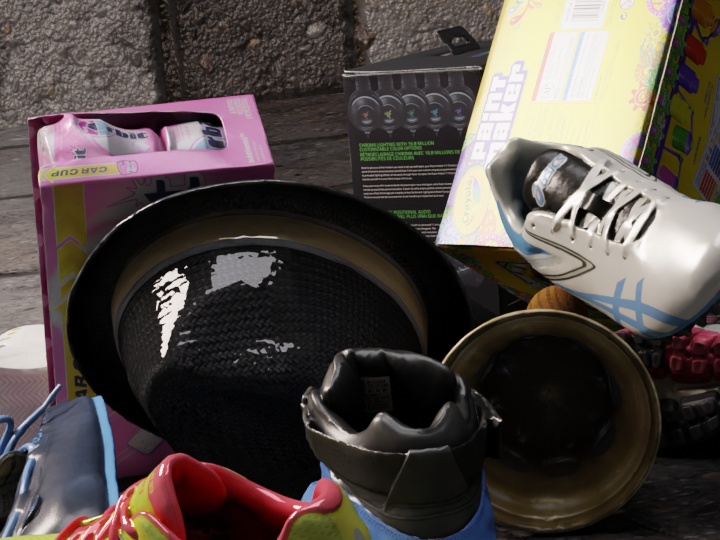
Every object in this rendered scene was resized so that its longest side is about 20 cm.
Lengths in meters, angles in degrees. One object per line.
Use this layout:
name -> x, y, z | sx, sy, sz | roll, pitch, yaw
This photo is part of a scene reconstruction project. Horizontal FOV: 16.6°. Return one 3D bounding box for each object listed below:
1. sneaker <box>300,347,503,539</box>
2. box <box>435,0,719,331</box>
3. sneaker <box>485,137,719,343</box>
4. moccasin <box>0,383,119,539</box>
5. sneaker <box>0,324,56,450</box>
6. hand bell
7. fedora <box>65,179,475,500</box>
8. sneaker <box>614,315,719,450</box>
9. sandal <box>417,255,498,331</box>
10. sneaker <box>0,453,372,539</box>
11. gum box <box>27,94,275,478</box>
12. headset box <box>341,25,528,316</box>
sneaker -> 0.013, 0.081, 1.021 | 0.077, 0.112, 0.200 | -7, 9, -7
box -> 0.167, -0.068, 1.349 | 0.122, 0.201, 0.192 | 3, -20, 43
sneaker -> 0.115, -0.019, 1.140 | 0.072, 0.072, 0.200 | 36, -4, -24
moccasin -> -0.142, 0.099, 1.098 | 0.068, 0.081, 0.200 | -7, 9, -7
sneaker -> -0.213, 0.070, 1.361 | 0.199, 0.074, 0.116 | 1, 5, -17
hand bell -> 0.093, 0.041, 1.181 | 0.104, 0.104, 0.200 | -4, 15, 9
fedora -> -0.041, 0.051, 1.172 | 0.200, 0.201, 0.092 | -6, 40, -1
sneaker -> 0.207, 0.046, 1.216 | 0.200, 0.081, 0.075 | 1, 9, 34
sandal -> -0.001, -0.001, 1.284 | 0.200, 0.075, 0.048 | 15, 65, 41
sneaker -> -0.075, 0.107, 0.935 | 0.199, 0.091, 0.078 | -2, 28, 25
gum box -> -0.103, 0.007, 1.241 | 0.113, 0.200, 0.066 | -6, 37, -10
headset box -> 0.072, -0.045, 1.472 | 0.093, 0.201, 0.174 | 0, 12, 26
